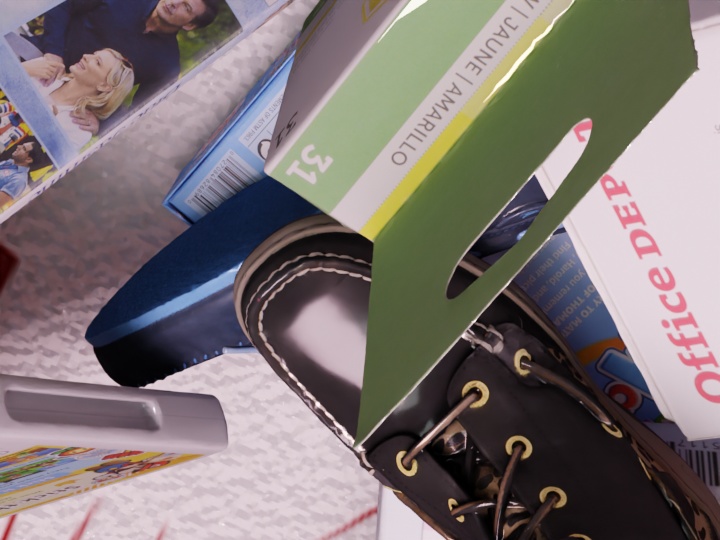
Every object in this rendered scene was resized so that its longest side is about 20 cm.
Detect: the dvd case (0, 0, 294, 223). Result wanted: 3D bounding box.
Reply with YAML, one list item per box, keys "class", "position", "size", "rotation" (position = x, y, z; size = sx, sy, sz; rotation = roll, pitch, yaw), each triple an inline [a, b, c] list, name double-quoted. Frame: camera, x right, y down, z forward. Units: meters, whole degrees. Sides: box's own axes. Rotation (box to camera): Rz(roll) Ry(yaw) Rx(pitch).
- class: "dvd case"
  position: [-0.118, -0.094, 0.693]
  size: [0.143, 0.200, 0.018]
  rotation: [51, 157, 0]

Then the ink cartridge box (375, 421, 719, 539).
- class: "ink cartridge box"
  position: [0.084, 0.142, 0.870]
  size: [0.161, 0.057, 0.201]
  rotation: [3, 122, 1]

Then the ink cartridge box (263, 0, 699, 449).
- class: "ink cartridge box"
  position: [0.030, -0.064, 0.655]
  size: [0.048, 0.200, 0.146]
  rotation: [33, 120, -13]

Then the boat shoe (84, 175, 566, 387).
- class: "boat shoe"
  position: [0.000, 0.000, 0.784]
  size: [0.199, 0.084, 0.069]
  rotation: [-25, 113, 24]

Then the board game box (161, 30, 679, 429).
- class: "board game box"
  position: [0.054, -0.017, 0.830]
  size: [0.200, 0.037, 0.151]
  rotation: [39, 117, -9]

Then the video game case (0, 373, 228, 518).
- class: "video game case"
  position: [-0.169, 0.069, 0.752]
  size: [0.199, 0.182, 0.023]
  rotation: [-18, 77, 23]

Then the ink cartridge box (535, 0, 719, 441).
- class: "ink cartridge box"
  position: [0.163, -0.040, 0.693]
  size: [0.199, 0.086, 0.148]
  rotation: [-9, 122, 36]

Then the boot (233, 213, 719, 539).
- class: "boot"
  position: [0.045, 0.077, 0.710]
  size: [0.073, 0.151, 0.200]
  rotation: [-42, 111, 18]
